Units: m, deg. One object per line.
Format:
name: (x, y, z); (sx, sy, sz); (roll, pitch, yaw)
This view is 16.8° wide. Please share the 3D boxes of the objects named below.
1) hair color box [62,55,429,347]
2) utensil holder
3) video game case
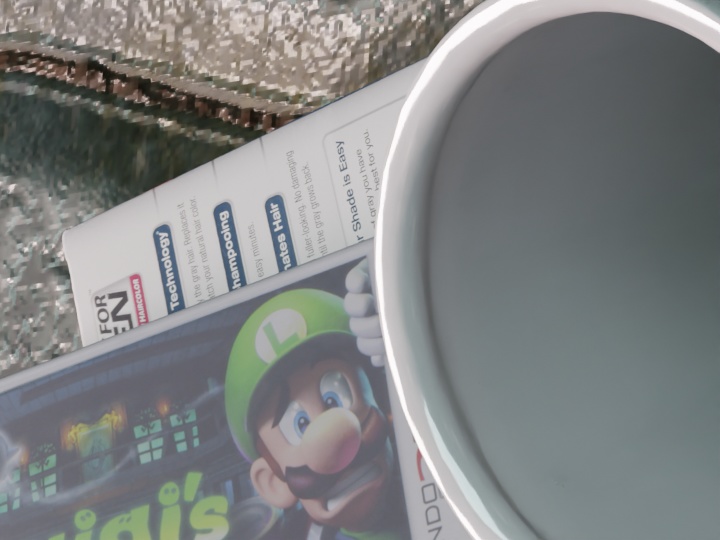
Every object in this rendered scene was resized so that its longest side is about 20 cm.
hair color box: (0.000, 0.000, 0.836); (0.199, 0.060, 0.101); (-24, 63, 21)
utensil holder: (0.132, -0.007, 0.647); (0.169, 0.199, 0.171); (19, 116, 45)
video game case: (-0.044, 0.097, 0.765); (0.199, 0.023, 0.183); (-21, 62, 23)
